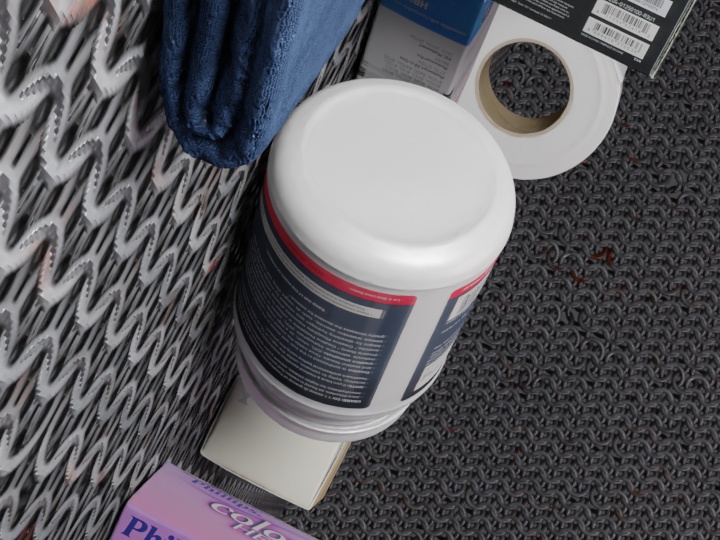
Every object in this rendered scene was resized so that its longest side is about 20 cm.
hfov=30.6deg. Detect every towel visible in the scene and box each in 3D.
[{"bbox_3d":[-0.011,-0.133,0.475,0.112,0.048,0.201,111,5,-48],"label":"towel"}]

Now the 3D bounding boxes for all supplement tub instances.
[{"bbox_3d":[0.000,0.000,0.778,0.141,0.139,0.201,-61,175,-38],"label":"supplement tub"}]

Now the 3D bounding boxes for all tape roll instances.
[{"bbox_3d":[0.180,-0.203,1.405,0.204,0.201,0.071,-66,175,26],"label":"tape roll"}]

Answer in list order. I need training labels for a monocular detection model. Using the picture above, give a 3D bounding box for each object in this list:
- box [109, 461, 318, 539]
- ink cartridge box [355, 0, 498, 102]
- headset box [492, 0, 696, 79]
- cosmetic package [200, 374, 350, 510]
[{"bbox_3d":[-0.100,0.261,0.852,0.201,0.175,0.097,-64,176,9],"label":"box"},{"bbox_3d":[0.046,-0.155,0.912,0.116,0.067,0.201,-60,174,-40],"label":"ink cartridge box"},{"bbox_3d":[0.125,-0.223,0.760,0.093,0.173,0.200,-66,175,37],"label":"headset box"},{"bbox_3d":[-0.065,0.146,1.115,0.072,0.104,0.200,-63,174,-6],"label":"cosmetic package"}]
